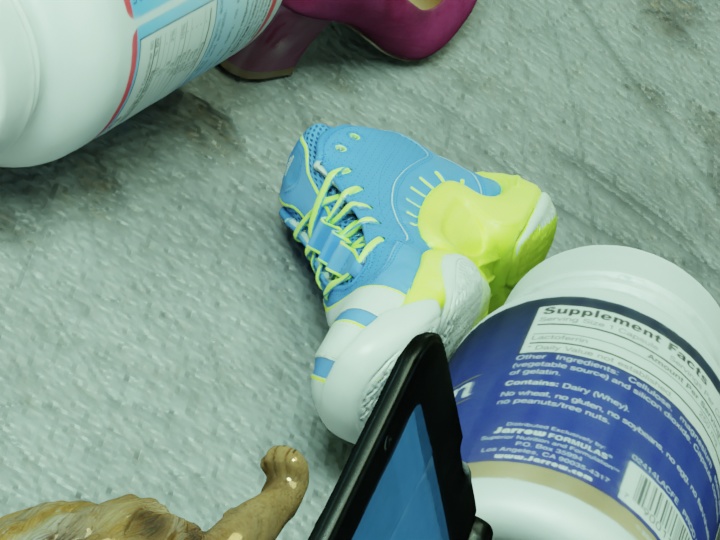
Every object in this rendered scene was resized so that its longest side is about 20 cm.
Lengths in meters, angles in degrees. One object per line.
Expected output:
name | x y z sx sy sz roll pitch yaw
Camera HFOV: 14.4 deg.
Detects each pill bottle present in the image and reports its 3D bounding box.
pill bottle | -0.116 -0.103 1.072 0.109 0.109 0.200 41 33 8
pill bottle | 0.073 0.077 1.009 0.116 0.116 0.200 34 32 -2

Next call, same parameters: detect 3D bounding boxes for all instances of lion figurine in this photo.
lion figurine | -0.032 0.137 0.880 0.200 0.072 0.122 44 46 3

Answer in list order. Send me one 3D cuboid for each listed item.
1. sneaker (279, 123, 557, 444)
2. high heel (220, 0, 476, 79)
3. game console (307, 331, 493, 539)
sneaker | 0.000 0.000 1.095 0.105 0.076 0.200 28 24 11
high heel | 0.016 -0.141 1.251 0.067 0.096 0.200 43 33 11
game console | 0.032 0.154 0.808 0.176 0.116 0.200 32 59 -8
